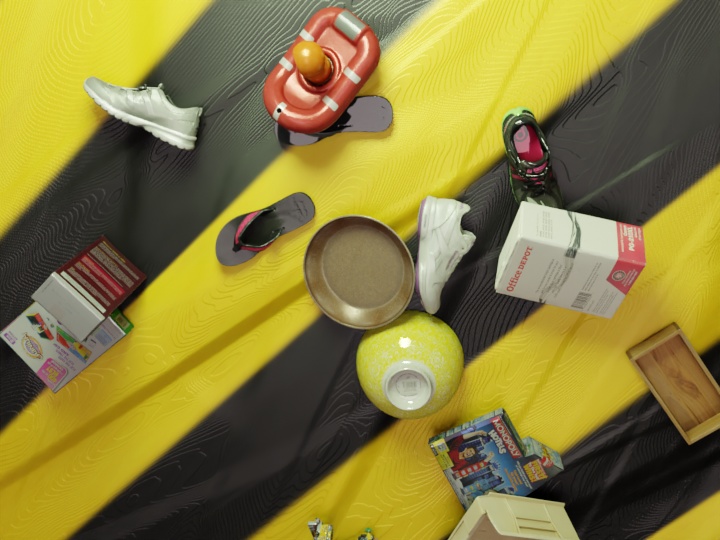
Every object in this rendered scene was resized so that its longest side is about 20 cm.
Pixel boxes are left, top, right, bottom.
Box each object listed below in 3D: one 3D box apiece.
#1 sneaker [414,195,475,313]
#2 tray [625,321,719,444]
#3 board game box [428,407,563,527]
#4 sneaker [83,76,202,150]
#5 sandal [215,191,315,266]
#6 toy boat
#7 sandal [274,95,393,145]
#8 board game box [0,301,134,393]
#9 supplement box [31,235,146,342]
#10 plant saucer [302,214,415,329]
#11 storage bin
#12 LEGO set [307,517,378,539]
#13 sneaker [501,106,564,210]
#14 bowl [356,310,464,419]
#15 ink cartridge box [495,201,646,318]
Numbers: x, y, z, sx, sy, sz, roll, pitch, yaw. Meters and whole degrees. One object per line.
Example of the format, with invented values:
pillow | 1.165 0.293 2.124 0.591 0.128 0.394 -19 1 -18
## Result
sneaker | 0.140 -0.021 1.273 0.098 0.075 0.203 4 109 4
tray | 0.558 0.197 1.329 0.098 0.037 0.201 -35 103 15
board game box | 0.254 0.344 1.393 0.198 0.062 0.202 -26 105 12
sneaker | -0.351 -0.272 1.248 0.198 0.075 0.083 25 95 -10
sandal | -0.169 -0.071 1.302 0.198 0.045 0.076 -28 104 14
toy boat | -0.068 -0.304 1.148 0.130 0.131 0.201 41 99 12
sandal | -0.047 -0.247 1.231 0.197 0.043 0.077 -9 108 8
board game box | -0.539 0.109 1.400 0.199 0.040 0.153 -36 102 16
supplement box | -0.447 0.026 1.278 0.061 0.200 0.109 -42 101 18
plant saucer | 0.000 0.000 1.301 0.198 0.037 0.203 5 109 15
storage bin | 0.265 0.512 1.388 0.196 0.094 0.202 13 121 -20
LEGO set | -0.045 0.552 1.427 0.152 0.201 0.117 -2 127 20
sneaker | 0.270 -0.156 1.210 0.076 0.084 0.202 -22 105 13
bowl | 0.085 0.183 1.331 0.197 0.108 0.203 1 109 4
ink cartridge box | 0.330 -0.015 1.223 0.197 0.085 0.146 13 140 1
